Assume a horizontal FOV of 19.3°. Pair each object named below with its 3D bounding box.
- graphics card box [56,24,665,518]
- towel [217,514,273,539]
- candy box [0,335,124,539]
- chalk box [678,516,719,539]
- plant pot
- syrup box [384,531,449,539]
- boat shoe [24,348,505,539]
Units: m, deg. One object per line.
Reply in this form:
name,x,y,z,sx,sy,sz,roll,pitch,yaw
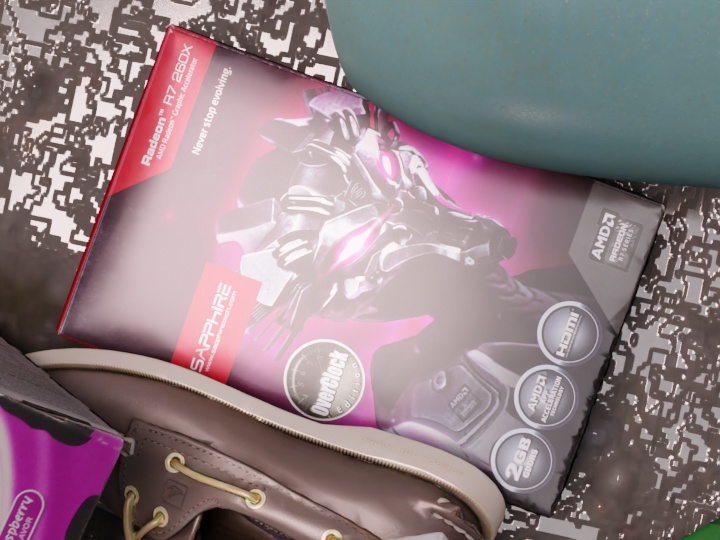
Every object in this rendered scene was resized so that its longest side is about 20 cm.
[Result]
graphics card box,0.000,0.000,0.794,0.200,0.051,0.126,21,90,2
towel,-0.048,0.209,0.803,0.146,0.030,0.200,-32,87,1
candy box,-0.163,0.083,0.726,0.061,0.200,0.137,25,90,-27
chalk box,0.125,0.192,0.696,0.124,0.200,0.125,-29,108,2
plant pot,0.075,-0.124,0.726,0.161,0.201,0.201,-1,89,13
syrup box,-0.050,0.152,0.706,0.200,0.082,0.079,-13,129,27
boat shoe,-0.051,0.082,0.770,0.200,0.072,0.060,15,56,11
